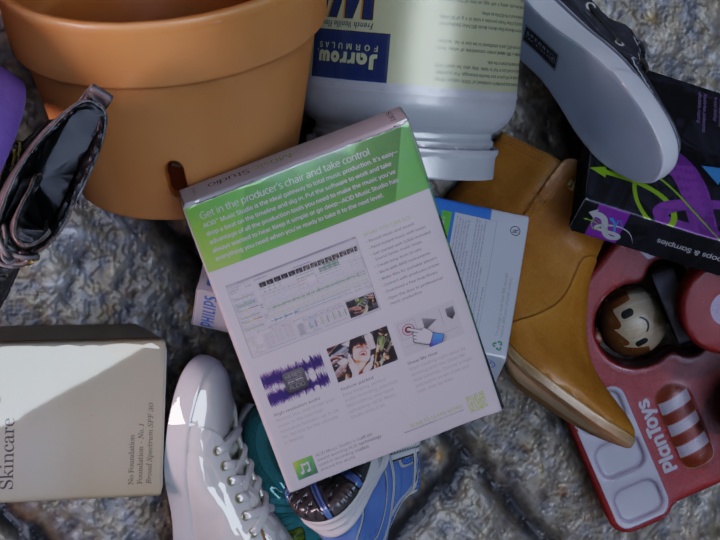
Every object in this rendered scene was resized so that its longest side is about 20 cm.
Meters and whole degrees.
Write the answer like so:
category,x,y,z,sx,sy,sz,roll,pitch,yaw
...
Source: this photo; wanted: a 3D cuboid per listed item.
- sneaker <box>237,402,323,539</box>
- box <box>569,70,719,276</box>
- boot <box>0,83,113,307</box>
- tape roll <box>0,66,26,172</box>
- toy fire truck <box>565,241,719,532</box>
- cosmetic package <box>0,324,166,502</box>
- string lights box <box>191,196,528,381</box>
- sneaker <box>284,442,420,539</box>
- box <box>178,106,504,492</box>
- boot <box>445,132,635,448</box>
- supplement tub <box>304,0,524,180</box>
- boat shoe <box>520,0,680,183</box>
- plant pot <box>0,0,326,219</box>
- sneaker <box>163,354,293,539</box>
category,x,y,z,sx,sy,sz,roll,pitch,yaw
sneaker,-0.022,0.171,1.511,0.077,0.080,0.201,-26,105,-16
box,0.243,-0.059,1.530,0.198,0.036,0.144,17,47,-7
boot,-0.213,-0.011,1.296,0.069,0.174,0.201,29,78,-16
tape roll,-0.282,-0.049,1.314,0.085,0.200,0.201,33,84,-23
toy fire truck,0.211,0.067,1.583,0.167,0.112,0.201,-25,105,3
cosmetic package,-0.226,0.089,1.424,0.198,0.073,0.105,-2,98,-22
string lights box,0.000,0.000,1.453,0.198,0.059,0.104,13,65,-1
sneaker,0.004,0.104,1.485,0.077,0.075,0.201,60,36,-35
box,-0.010,0.019,1.365,0.143,0.036,0.201,-20,114,-3
boot,0.137,0.009,1.525,0.201,0.071,0.144,38,79,9
supplement tub,0.033,-0.163,1.453,0.144,0.145,0.202,2,96,-22
boat shoe,0.154,-0.140,1.501,0.066,0.200,0.070,-23,145,-29
plant pot,-0.114,-0.123,1.388,0.198,0.200,0.141,-15,120,-19
sneaker,-0.078,0.150,1.471,0.084,0.073,0.202,6,112,17
